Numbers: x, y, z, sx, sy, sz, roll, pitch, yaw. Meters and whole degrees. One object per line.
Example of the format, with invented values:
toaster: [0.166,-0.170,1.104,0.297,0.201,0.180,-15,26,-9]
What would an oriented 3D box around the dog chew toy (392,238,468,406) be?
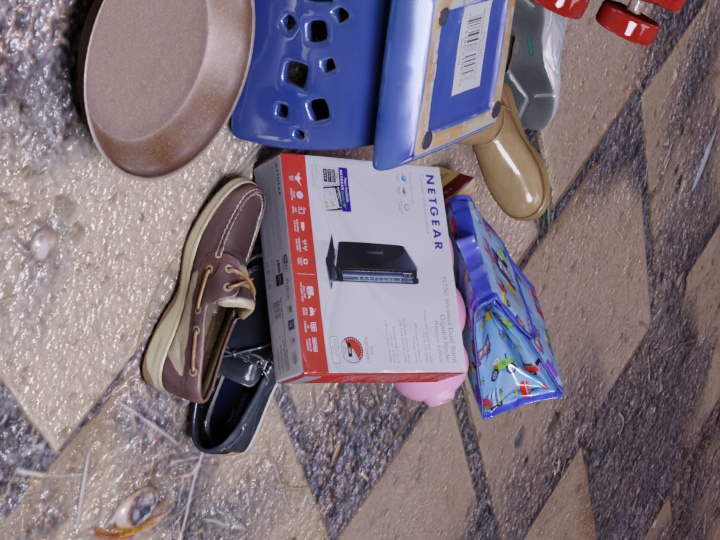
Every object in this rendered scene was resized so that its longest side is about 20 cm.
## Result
dog chew toy: [0.046,0.036,1.524,0.124,0.124,0.200,7,61,-61]

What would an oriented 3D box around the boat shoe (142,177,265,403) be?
boat shoe: [-0.119,0.019,1.350,0.072,0.072,0.200,34,78,-61]

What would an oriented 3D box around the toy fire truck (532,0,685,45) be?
toy fire truck: [0.251,-0.331,1.649,0.168,0.200,0.112,-103,-146,-65]

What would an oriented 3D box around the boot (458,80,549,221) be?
boot: [0.112,-0.136,1.600,0.200,0.066,0.175,3,63,-62]

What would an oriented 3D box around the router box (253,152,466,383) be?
router box: [0.000,0.000,1.404,0.179,0.049,0.201,2,75,-35]

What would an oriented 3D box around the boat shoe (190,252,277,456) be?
boat shoe: [-0.106,0.081,1.412,0.062,0.074,0.200,-11,123,-64]

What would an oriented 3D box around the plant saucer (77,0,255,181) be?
plant saucer: [-0.156,-0.170,1.202,0.200,0.037,0.201,-38,139,-43]

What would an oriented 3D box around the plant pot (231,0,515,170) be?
plant pot: [0.021,-0.203,1.335,0.200,0.180,0.200,-26,130,-50]

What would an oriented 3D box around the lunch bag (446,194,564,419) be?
lunch bag: [0.129,0.029,1.593,0.200,0.094,0.151,63,13,-46]

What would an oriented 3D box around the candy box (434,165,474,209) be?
candy box: [0.070,0.002,1.680,0.115,0.055,0.200,-39,139,-45]

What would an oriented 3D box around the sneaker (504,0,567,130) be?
sneaker: [0.203,-0.250,1.732,0.080,0.070,0.201,-44,142,-42]
